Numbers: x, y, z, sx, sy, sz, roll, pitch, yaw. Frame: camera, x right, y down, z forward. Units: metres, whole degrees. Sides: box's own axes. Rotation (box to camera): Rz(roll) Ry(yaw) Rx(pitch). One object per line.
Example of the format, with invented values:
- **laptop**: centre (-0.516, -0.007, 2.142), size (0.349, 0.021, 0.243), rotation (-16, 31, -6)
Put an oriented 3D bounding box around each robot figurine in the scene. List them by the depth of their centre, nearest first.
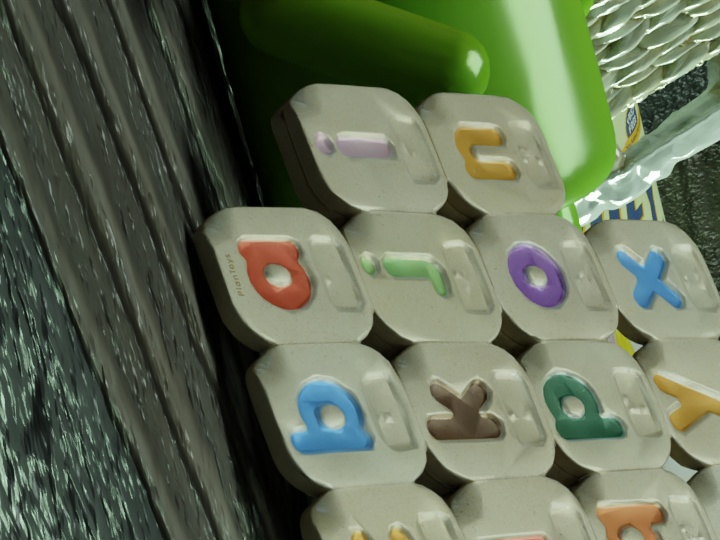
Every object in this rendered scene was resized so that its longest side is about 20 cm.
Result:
- **robot figurine**: centre (0.013, -0.078, 0.909), size (0.175, 0.115, 0.200), rotation (-38, 115, -66)

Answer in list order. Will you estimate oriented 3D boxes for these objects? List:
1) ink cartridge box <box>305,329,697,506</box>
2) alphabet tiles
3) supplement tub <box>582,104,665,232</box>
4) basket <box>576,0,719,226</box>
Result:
- **ink cartridge box**: centre (0.071, 0.078, 0.855), size (0.200, 0.067, 0.117), rotation (17, 50, -51)
- **alphabet tiles**: centre (0.045, 0.039, 0.765), size (0.195, 0.015, 0.200), rotation (0, 62, -45)
- **supplement tub**: centre (0.067, -0.048, 1.355), size (0.145, 0.145, 0.200), rotation (-98, 172, -58)
- **basket**: centre (0.071, -0.147, 1.147), size (0.200, 0.198, 0.161), rotation (56, -5, 36)
